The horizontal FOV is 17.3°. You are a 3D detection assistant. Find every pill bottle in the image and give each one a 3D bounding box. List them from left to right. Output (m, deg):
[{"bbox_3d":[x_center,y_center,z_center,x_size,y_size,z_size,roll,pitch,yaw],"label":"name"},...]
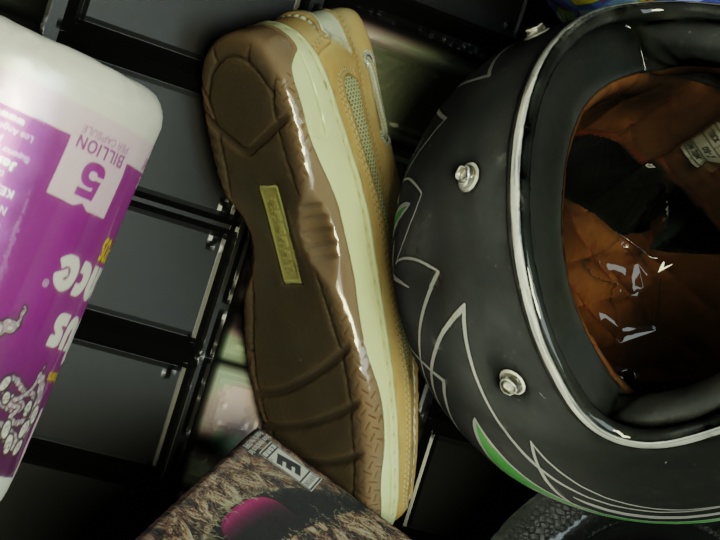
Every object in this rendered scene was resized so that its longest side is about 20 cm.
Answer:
[{"bbox_3d":[-0.151,0.014,0.779,0.112,0.112,0.201,24,88,-31],"label":"pill bottle"}]

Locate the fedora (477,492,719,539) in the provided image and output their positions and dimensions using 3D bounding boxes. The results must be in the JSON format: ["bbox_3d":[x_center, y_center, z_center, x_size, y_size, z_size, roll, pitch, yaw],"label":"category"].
[{"bbox_3d":[0.097,0.164,0.959,0.200,0.091,0.202,-4,98,-26],"label":"fedora"}]

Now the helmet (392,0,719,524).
[{"bbox_3d":[0.108,-0.001,0.843,0.190,0.200,0.201,1,102,11],"label":"helmet"}]

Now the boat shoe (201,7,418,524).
[{"bbox_3d":[0.000,0.000,0.890,0.076,0.071,0.201,-23,113,-40],"label":"boat shoe"}]

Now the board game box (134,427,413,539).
[{"bbox_3d":[-0.003,0.168,0.807,0.200,0.159,0.097,36,108,4],"label":"board game box"}]

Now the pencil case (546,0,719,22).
[{"bbox_3d":[0.152,-0.078,0.949,0.087,0.078,0.200,-46,118,-6],"label":"pencil case"}]
